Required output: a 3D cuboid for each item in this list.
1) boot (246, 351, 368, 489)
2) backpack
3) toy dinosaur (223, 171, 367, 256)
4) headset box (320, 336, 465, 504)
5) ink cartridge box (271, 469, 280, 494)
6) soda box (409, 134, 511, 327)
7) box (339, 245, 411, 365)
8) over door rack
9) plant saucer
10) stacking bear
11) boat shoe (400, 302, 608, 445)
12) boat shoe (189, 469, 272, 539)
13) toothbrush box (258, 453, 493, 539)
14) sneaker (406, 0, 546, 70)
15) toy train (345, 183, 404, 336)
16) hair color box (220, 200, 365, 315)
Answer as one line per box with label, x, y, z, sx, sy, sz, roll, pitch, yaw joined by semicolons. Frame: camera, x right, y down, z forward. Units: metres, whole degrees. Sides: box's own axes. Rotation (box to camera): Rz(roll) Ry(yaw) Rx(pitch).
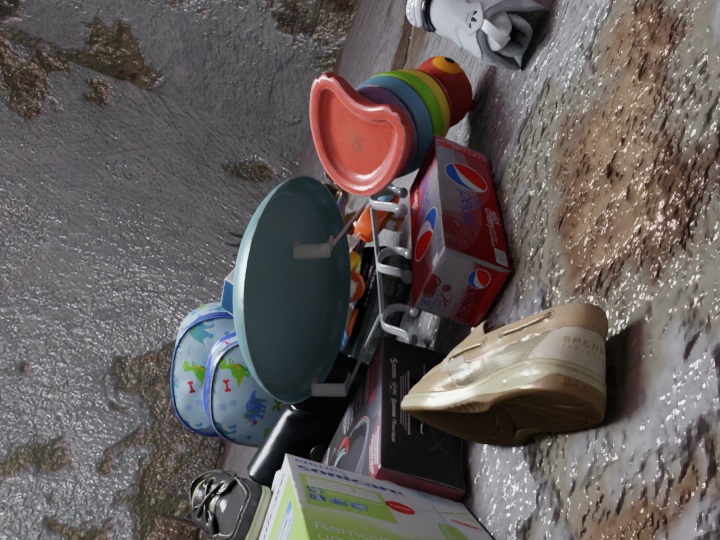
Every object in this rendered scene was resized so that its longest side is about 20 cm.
boot;-0.073;0.160;0.841;0.076;0.199;0.170;37;95;46
backpack;-0.144;0.132;1.011;0.147;0.196;0.187;-130;47;-75
toy dinosaur;-0.047;-0.019;0.899;0.104;0.198;0.185;-5;68;54
headset box;0.023;0.170;0.677;0.150;0.074;0.202;-86;17;-54
ink cartridge box;-0.064;0.262;0.663;0.200;0.043;0.177;135;150;-73
soda box;0.086;-0.042;0.722;0.202;0.062;0.071;-86;17;-54
box;0.005;0.072;1.003;0.159;0.045;0.204;-173;101;-79
over door rack;0.012;0.015;0.767;0.200;0.065;0.151;-41;-51;-58
plant saucer;-0.062;0.017;0.713;0.199;0.027;0.205;3;-90;-67
stacking bear;0.050;-0.168;0.839;0.199;0.120;0.115;-37;-31;-41
boat shoe;0.092;0.070;0.515;0.199;0.070;0.066;-29;39;61
boat shoe;-0.138;0.236;0.783;0.073;0.065;0.201;-67;12;-16
toothbrush box;0.016;0.197;0.476;0.200;0.143;0.088;-167;95;-80
sneaker;0.134;-0.255;0.804;0.199;0.114;0.076;-23;-37;-57
toy train;0.000;0.000;0.914;0.151;0.055;0.202;-50;-12;-40
hair color box;-0.076;-0.008;0.977;0.201;0.099;0.061;-51;-10;-39
